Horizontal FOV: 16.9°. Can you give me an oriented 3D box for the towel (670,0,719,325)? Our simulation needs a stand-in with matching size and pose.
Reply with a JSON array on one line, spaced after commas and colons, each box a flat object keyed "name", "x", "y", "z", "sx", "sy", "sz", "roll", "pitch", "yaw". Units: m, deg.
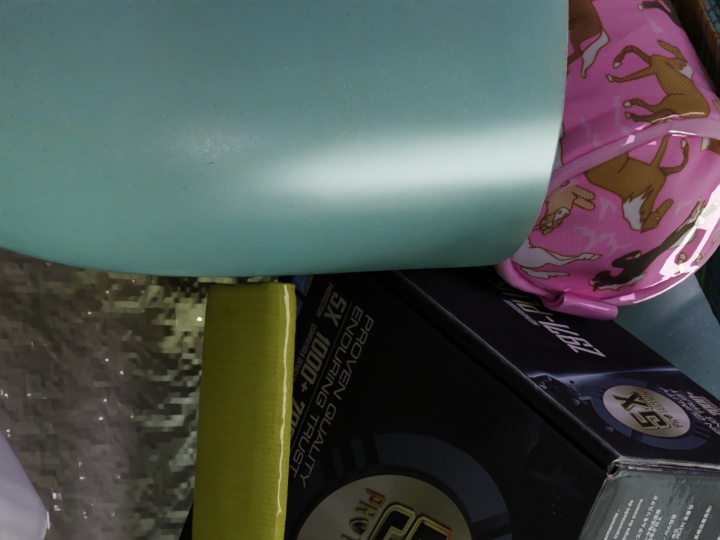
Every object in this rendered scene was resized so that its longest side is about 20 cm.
[{"name": "towel", "x": 0.097, "y": -0.086, "z": 0.796, "sx": 0.022, "sy": 0.147, "sz": 0.201, "roll": -19, "pitch": 62, "yaw": -6}]

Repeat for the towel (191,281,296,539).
[{"name": "towel", "x": -0.033, "y": 0.104, "z": 0.699, "sx": 0.018, "sy": 0.086, "sz": 0.202, "roll": 3, "pitch": 89, "yaw": -17}]

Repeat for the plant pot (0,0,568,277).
[{"name": "plant pot", "x": -0.053, "y": -0.089, "z": 0.659, "sx": 0.160, "sy": 0.200, "sz": 0.202, "roll": -9, "pitch": 87, "yaw": -14}]

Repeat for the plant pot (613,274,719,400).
[{"name": "plant pot", "x": 0.130, "y": 0.061, "z": 0.907, "sx": 0.200, "sy": 0.200, "sz": 0.135, "roll": -33, "pitch": 89, "yaw": -43}]

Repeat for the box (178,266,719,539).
[{"name": "box", "x": 0.022, "y": 0.107, "z": 0.742, "sx": 0.086, "sy": 0.164, "sz": 0.201, "roll": 8, "pitch": 111, "yaw": -39}]

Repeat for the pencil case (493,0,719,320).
[{"name": "pencil case", "x": 0.049, "y": -0.081, "z": 0.761, "sx": 0.087, "sy": 0.082, "sz": 0.201, "roll": 77, "pitch": -9, "yaw": -53}]

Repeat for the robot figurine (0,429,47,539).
[{"name": "robot figurine", "x": -0.181, "y": 0.041, "z": 0.653, "sx": 0.199, "sy": 0.113, "sz": 0.170, "roll": 29, "pitch": 97, "yaw": -35}]
